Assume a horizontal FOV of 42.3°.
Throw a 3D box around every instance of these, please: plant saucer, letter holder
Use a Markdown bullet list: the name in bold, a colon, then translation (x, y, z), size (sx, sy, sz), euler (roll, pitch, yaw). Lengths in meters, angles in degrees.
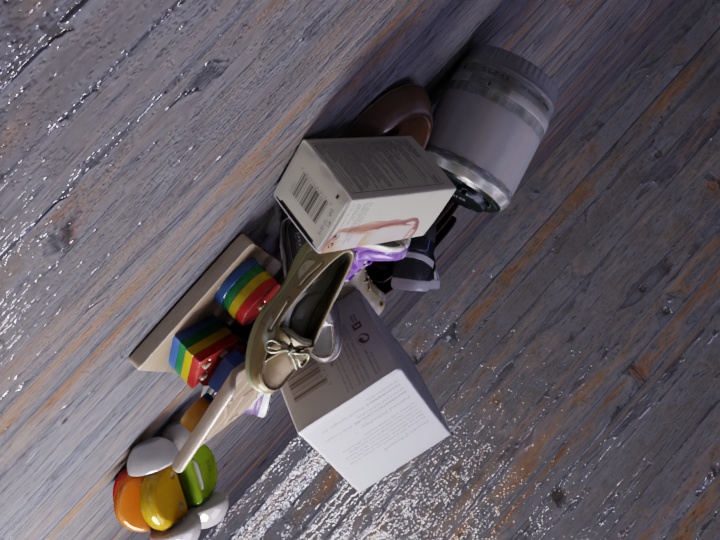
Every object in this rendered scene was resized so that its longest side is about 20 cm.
- **plant saucer**: translation (0.029, -0.152, 1.224), size (0.200, 0.034, 0.201), euler (-40, 158, -19)
- **letter holder**: translation (0.080, -0.056, 1.528), size (0.200, 0.141, 0.101), euler (-45, 131, -19)

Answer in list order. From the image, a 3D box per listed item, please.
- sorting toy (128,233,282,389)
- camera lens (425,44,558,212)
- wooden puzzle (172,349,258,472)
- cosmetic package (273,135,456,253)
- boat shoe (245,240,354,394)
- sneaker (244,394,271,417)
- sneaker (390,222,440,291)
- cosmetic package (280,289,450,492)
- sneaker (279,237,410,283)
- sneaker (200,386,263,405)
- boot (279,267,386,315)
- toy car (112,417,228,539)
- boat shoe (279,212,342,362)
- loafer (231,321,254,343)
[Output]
- **sorting toy**: translation (-0.171, 0.065, 1.178), size (0.200, 0.069, 0.199), euler (-48, 171, -1)
- **camera lens**: translation (0.177, -0.197, 1.340), size (0.202, 0.158, 0.160), euler (-62, 172, -4)
- **wooden puzzle**: translation (-0.164, 0.150, 1.216), size (0.186, 0.046, 0.200), euler (-54, 174, 33)
- **cosmetic package**: translation (0.008, -0.094, 1.104), size (0.198, 0.104, 0.088), euler (-10, 143, -47)
- **boat shoe**: translation (-0.071, 0.056, 1.108), size (0.063, 0.073, 0.203), euler (19, -103, 54)
- **sneaker**: translation (-0.170, 0.134, 1.457), size (0.076, 0.086, 0.203), euler (-117, -140, -70)
- **sneaker**: translation (0.087, -0.030, 1.372), size (0.200, 0.072, 0.114), euler (-26, 123, -84)
- **cosmetic package**: translation (-0.003, 0.174, 1.337), size (0.165, 0.168, 0.201), euler (-33, 136, 4)
- **sneaker**: translation (-0.014, -0.021, 1.229), size (0.198, 0.085, 0.081), euler (-4, -155, 38)
- **sneaker**: translation (-0.156, 0.168, 1.394), size (0.199, 0.076, 0.088), euler (-36, -164, 14)
- **boot**: translation (0.000, 0.000, 1.348), size (0.199, 0.073, 0.155), euler (-40, 138, 14)
- **toy car**: translation (-0.312, 0.342, 1.480), size (0.148, 0.178, 0.200), euler (-13, -173, 25)
- **boat shoe**: translation (-0.069, 0.022, 1.174), size (0.066, 0.204, 0.057), euler (-10, -175, 13)
- **loafer**: translation (-0.149, 0.081, 1.369), size (0.200, 0.072, 0.063), euler (-47, 130, -14)
